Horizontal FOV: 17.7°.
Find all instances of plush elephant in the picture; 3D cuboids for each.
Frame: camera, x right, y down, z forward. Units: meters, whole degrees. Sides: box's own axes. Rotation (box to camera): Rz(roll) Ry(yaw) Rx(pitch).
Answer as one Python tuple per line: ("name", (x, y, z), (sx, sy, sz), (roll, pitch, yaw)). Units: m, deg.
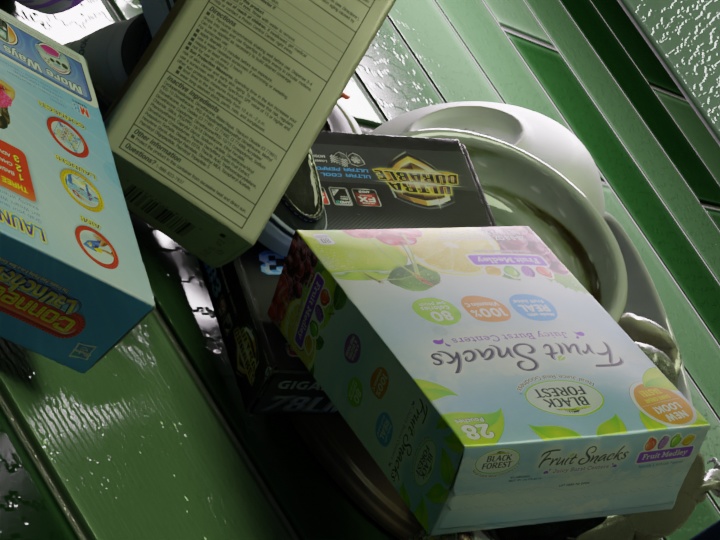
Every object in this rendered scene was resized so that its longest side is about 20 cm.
("plush elephant", (0.163, 0.115, 1.622), (0.200, 0.165, 0.155), (10, 13, -38))

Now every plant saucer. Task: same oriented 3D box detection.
("plant saucer", (0.006, 0.087, 1.469), (0.200, 0.029, 0.200), (46, 17, -19))
("plant saucer", (0.079, -0.008, 1.549), (0.200, 0.050, 0.200), (16, 43, -16))

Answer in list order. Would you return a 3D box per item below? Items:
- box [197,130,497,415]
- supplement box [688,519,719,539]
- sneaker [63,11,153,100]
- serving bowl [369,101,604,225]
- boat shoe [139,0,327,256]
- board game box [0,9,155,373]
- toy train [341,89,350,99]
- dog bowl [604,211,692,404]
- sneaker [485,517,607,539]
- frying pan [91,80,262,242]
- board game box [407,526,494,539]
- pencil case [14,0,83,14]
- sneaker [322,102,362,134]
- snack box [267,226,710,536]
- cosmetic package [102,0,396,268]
("box", (0.000, 0.000, 1.424), (0.200, 0.050, 0.199), (3, 47, -27))
("supplement box", (0.252, 0.238, 1.519), (0.134, 0.200, 0.200), (58, 16, 13))
("sneaker", (-0.115, -0.126, 1.460), (0.200, 0.087, 0.075), (16, 75, -60))
("serving bowl", (0.078, -0.072, 1.686), (0.200, 0.200, 0.066), (-98, -177, -58))
("boat shoe", (-0.064, -0.105, 1.352), (0.072, 0.071, 0.200), (-32, 97, -55))
("board game box", (-0.207, -0.068, 1.129), (0.200, 0.056, 0.196), (29, 28, -39))
("toy train", (-0.075, -0.172, 1.724), (0.200, 0.056, 0.150), (40, 21, -35))
("dog bowl", (0.185, 0.059, 1.784), (0.200, 0.079, 0.200), (56, 22, -37))
("sneaker", (0.117, 0.153, 1.432), (0.060, 0.104, 0.200), (-102, 165, -46))
("frying pan", (-0.143, -0.069, 1.332), (0.190, 0.031, 0.115), (13, 46, -50))
("board game box", (0.075, 0.253, 1.200), (0.159, 0.097, 0.200), (43, 19, -28))
("pencil case", (-0.225, -0.217, 1.369), (0.200, 0.085, 0.084), (21, 34, -59))
("sneaker", (-0.048, -0.073, 1.564), (0.106, 0.075, 0.200), (33, 27, -47))
("snack box", (0.068, 0.055, 1.291), (0.168, 0.068, 0.200), (-2, 37, -33))
("cosmetic package", (-0.063, -0.114, 1.281), (0.105, 0.200, 0.071), (35, -20, -11))
